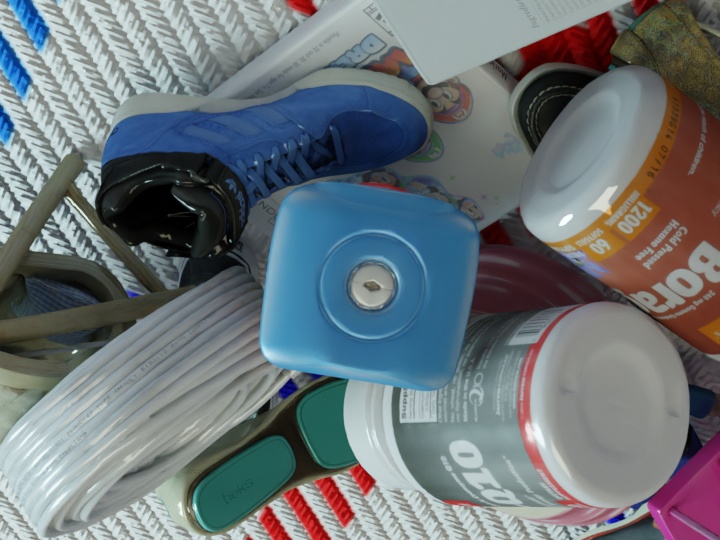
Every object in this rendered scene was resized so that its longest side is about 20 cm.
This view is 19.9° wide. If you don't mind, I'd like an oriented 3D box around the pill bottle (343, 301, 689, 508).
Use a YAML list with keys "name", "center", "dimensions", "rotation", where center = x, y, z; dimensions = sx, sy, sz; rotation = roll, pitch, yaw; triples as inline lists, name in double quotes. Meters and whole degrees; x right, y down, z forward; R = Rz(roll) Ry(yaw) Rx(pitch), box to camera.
- name: "pill bottle"
  center: [0.085, 0.082, 1.198]
  dimensions: [0.114, 0.114, 0.200]
  rotation: [39, 154, -26]

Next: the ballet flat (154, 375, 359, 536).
- name: "ballet flat"
  center: [-0.052, 0.115, 1.375]
  dimensions: [0.200, 0.069, 0.070]
  rotation: [-23, 144, -31]

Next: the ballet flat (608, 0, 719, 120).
- name: "ballet flat"
  center: [0.230, -0.089, 1.199]
  dimensions: [0.200, 0.071, 0.071]
  rotation: [36, 128, -26]

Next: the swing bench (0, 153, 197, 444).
- name: "swing bench"
  center: [-0.240, 0.062, 1.288]
  dimensions: [0.130, 0.200, 0.199]
  rotation: [47, 130, 5]

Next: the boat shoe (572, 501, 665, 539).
- name: "boat shoe"
  center: [0.193, 0.213, 1.429]
  dimensions: [0.071, 0.063, 0.200]
  rotation: [23, 145, -18]

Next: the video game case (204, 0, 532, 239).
- name: "video game case"
  center: [0.007, -0.076, 1.264]
  dimensions: [0.200, 0.024, 0.182]
  rotation: [-33, 121, 32]

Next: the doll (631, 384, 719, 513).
- name: "doll"
  center: [0.190, 0.107, 1.379]
  dimensions: [0.136, 0.049, 0.200]
  rotation: [-10, 139, 25]

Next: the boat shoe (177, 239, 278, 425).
- name: "boat shoe"
  center: [-0.093, 0.069, 1.385]
  dimensions: [0.073, 0.068, 0.200]
  rotation: [7, 134, 1]

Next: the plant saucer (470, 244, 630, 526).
- name: "plant saucer"
  center: [0.100, 0.083, 1.316]
  dimensions: [0.200, 0.051, 0.201]
  rotation: [23, 130, 31]

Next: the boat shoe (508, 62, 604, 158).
- name: "boat shoe"
  center: [0.173, -0.052, 1.226]
  dimensions: [0.200, 0.060, 0.076]
  rotation: [31, 107, -25]

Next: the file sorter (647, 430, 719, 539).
- name: "file sorter"
  center: [0.312, 0.147, 1.292]
  dimensions: [0.200, 0.125, 0.139]
  rotation: [-42, 128, -13]

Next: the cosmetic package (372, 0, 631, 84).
- name: "cosmetic package"
  center: [0.108, -0.187, 1.093]
  dimensions: [0.200, 0.102, 0.074]
  rotation: [-21, 127, 24]

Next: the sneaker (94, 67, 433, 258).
- name: "sneaker"
  center: [-0.058, -0.056, 1.199]
  dimensions: [0.199, 0.111, 0.077]
  rotation: [-1, 134, 9]

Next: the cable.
- name: "cable"
  center: [-0.126, 0.079, 1.231]
  dimensions: [0.200, 0.200, 0.069]
  rotation: [-41, 81, 19]

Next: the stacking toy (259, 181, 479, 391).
- name: "stacking toy"
  center: [0.000, 0.000, 1.218]
  dimensions: [0.116, 0.200, 0.110]
  rotation: [9, 94, -4]

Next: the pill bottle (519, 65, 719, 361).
- name: "pill bottle"
  center: [0.197, -0.018, 1.150]
  dimensions: [0.200, 0.112, 0.112]
  rotation: [33, 129, -19]
